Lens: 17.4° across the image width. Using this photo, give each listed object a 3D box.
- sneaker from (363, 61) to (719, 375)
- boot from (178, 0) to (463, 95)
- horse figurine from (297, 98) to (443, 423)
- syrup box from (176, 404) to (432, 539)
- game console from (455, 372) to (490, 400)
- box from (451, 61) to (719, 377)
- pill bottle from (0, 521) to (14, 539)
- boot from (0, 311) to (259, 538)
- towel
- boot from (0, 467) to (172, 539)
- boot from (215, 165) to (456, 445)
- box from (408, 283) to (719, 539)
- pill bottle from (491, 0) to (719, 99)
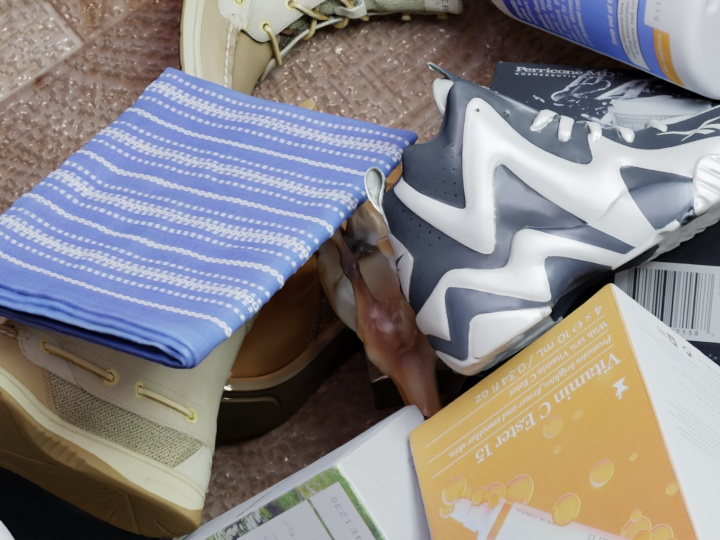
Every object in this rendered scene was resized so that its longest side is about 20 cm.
[{"bbox_3d":[0.091,-0.057,1.045,0.199,0.079,0.130,-34,81,5],"label":"sneaker"},{"bbox_3d":[-0.020,-0.148,1.322,0.155,0.072,0.200,3,64,4],"label":"boot"},{"bbox_3d":[0.000,0.000,1.155,0.050,0.133,0.200,-28,37,-4],"label":"horse figurine"},{"bbox_3d":[-0.042,0.149,1.107,0.200,0.081,0.079,-33,90,34],"label":"syrup box"},{"bbox_3d":[0.065,0.180,1.133,0.118,0.171,0.200,-26,62,-38],"label":"game console"},{"bbox_3d":[0.154,-0.023,1.176,0.200,0.104,0.182,4,24,7],"label":"box"},{"bbox_3d":[-0.201,0.167,1.113,0.104,0.200,0.104,-2,64,4],"label":"pill bottle"},{"bbox_3d":[-0.137,0.018,1.118,0.200,0.073,0.156,34,58,-26],"label":"boot"},{"bbox_3d":[-0.083,-0.030,1.070,0.145,0.024,0.200,15,40,26],"label":"towel"},{"bbox_3d":[-0.199,0.084,1.171,0.200,0.168,0.076,17,68,13],"label":"boot"},{"bbox_3d":[-0.055,0.006,1.251,0.200,0.074,0.155,-8,64,-12],"label":"boot"},{"bbox_3d":[0.111,0.127,0.996,0.124,0.097,0.200,-38,38,21],"label":"box"},{"bbox_3d":[0.132,-0.171,1.228,0.200,0.112,0.112,29,69,38],"label":"pill bottle"}]
